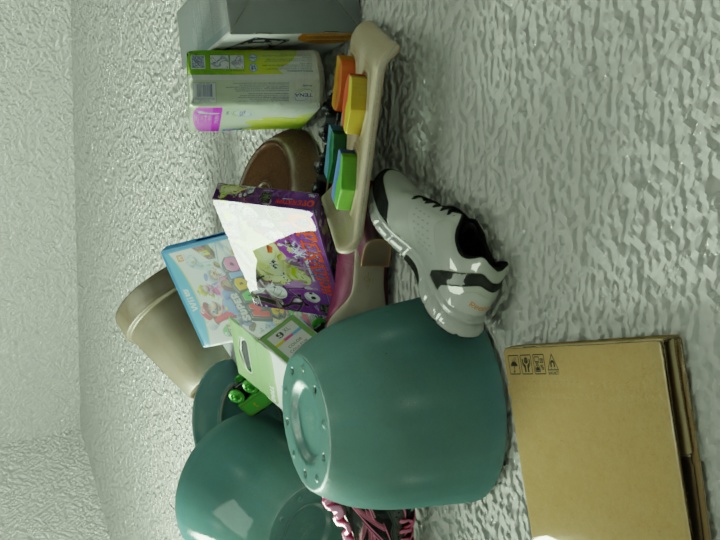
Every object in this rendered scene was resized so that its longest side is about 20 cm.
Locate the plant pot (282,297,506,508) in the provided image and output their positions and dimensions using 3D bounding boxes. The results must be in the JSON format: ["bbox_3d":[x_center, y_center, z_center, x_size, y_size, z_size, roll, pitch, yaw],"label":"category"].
[{"bbox_3d":[0.019,0.132,0.909,0.200,0.158,0.205,173,90,-66],"label":"plant pot"}]

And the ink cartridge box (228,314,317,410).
[{"bbox_3d":[-0.064,0.124,1.109,0.199,0.059,0.105,35,146,31],"label":"ink cartridge box"}]

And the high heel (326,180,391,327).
[{"bbox_3d":[0.000,0.000,1.059,0.202,0.066,0.097,112,159,-43],"label":"high heel"}]

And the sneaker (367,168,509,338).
[{"bbox_3d":[0.073,-0.034,0.877,0.081,0.073,0.201,-59,45,30],"label":"sneaker"}]

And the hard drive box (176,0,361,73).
[{"bbox_3d":[-0.109,-0.283,1.089,0.199,0.153,0.078,179,84,-66],"label":"hard drive box"}]

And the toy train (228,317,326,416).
[{"bbox_3d":[-0.093,0.126,1.212,0.199,0.056,0.042,-36,22,34],"label":"toy train"}]

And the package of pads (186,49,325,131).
[{"bbox_3d":[-0.125,-0.205,1.117,0.200,0.151,0.070,-175,82,-80],"label":"package of pads"}]

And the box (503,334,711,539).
[{"bbox_3d":[0.179,0.136,0.724,0.199,0.021,0.167,166,96,-66],"label":"box"}]

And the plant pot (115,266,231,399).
[{"bbox_3d":[-0.267,0.102,1.539,0.175,0.198,0.201,57,148,15],"label":"plant pot"}]

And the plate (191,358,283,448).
[{"bbox_3d":[-0.157,0.220,1.335,0.025,0.199,0.204,-18,78,30],"label":"plate"}]

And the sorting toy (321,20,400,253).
[{"bbox_3d":[-0.010,-0.140,0.962,0.186,0.036,0.203,-110,30,-67],"label":"sorting toy"}]

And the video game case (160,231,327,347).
[{"bbox_3d":[-0.140,0.017,1.197,0.197,0.018,0.145,-12,113,24],"label":"video game case"}]

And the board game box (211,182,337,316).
[{"bbox_3d":[-0.086,-0.019,1.083,0.201,0.118,0.033,75,-157,-52],"label":"board game box"}]

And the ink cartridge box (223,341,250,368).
[{"bbox_3d":[-0.142,0.055,1.343,0.200,0.081,0.148,-137,45,-55],"label":"ink cartridge box"}]

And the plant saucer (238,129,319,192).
[{"bbox_3d":[-0.114,-0.086,1.231,0.199,0.034,0.204,-22,63,52],"label":"plant saucer"}]

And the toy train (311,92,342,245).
[{"bbox_3d":[-0.031,-0.103,1.103,0.034,0.045,0.203,-63,-16,-61],"label":"toy train"}]

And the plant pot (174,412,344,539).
[{"bbox_3d":[-0.113,0.303,1.227,0.160,0.198,0.205,16,112,48],"label":"plant pot"}]

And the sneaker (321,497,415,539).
[{"bbox_3d":[0.029,0.272,1.023,0.094,0.079,0.202,-27,93,27],"label":"sneaker"}]
